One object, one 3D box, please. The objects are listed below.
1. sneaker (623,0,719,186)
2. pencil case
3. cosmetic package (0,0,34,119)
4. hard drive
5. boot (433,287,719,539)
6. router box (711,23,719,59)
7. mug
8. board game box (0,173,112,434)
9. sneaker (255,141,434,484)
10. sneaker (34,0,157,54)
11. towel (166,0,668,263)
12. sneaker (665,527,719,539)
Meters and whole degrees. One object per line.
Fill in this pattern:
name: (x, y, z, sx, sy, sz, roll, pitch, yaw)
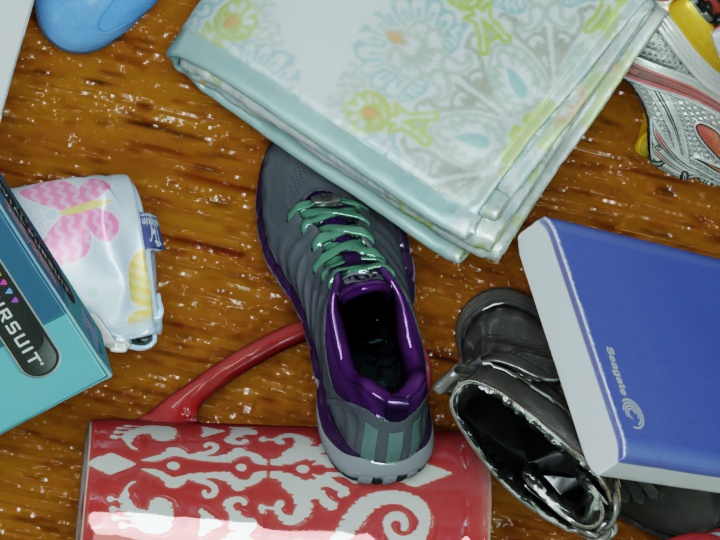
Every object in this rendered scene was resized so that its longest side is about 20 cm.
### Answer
sneaker: (0.189, -0.077, 1.480, 0.082, 0.078, 0.200, -35, 107, 23)
pencil case: (-0.196, 0.011, 1.404, 0.199, 0.083, 0.091, -9, 79, -8)
cosmetic package: (-0.255, -0.146, 1.352, 0.199, 0.052, 0.151, 19, 53, -12)
hard drive: (0.170, 0.049, 1.421, 0.199, 0.025, 0.133, 12, 52, -44)
boot: (0.112, 0.096, 1.421, 0.200, 0.174, 0.069, 38, 104, -9)
router box: (0.262, -0.063, 1.439, 0.049, 0.179, 0.201, -16, 103, 33)
mug: (-0.043, 0.121, 1.443, 0.199, 0.178, 0.134, 4, 139, -7)
board game box: (-0.240, 0.030, 1.327, 0.199, 0.047, 0.151, -28, 122, 2)
sneaker: (0.000, 0.000, 1.394, 0.074, 0.088, 0.201, -11, 61, -13)
sneaker: (-0.090, -0.190, 1.404, 0.066, 0.078, 0.200, 41, 90, -14)
towel: (0.029, -0.118, 1.410, 0.200, 0.048, 0.172, 34, 76, 12)
sneaker: (0.173, 0.198, 1.456, 0.112, 0.071, 0.201, -5, 135, -30)
